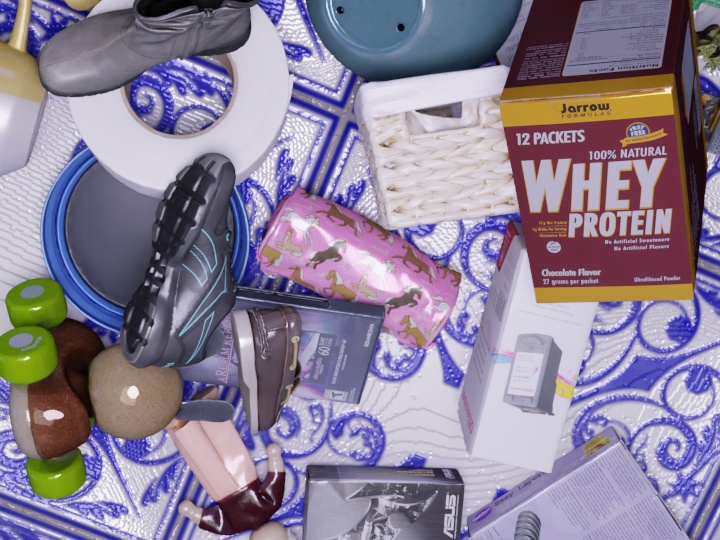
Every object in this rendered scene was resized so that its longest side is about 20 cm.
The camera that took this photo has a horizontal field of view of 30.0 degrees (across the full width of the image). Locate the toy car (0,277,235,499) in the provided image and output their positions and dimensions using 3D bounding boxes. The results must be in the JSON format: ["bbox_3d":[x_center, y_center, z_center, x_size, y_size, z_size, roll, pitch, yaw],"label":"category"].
[{"bbox_3d":[-0.221,0.102,1.254,0.199,0.158,0.165,-6,122,-1],"label":"toy car"}]

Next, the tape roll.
[{"bbox_3d":[-0.163,-0.166,1.224,0.202,0.071,0.203,0,85,-5],"label":"tape roll"}]

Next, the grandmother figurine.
[{"bbox_3d":[-0.127,0.220,1.342,0.121,0.061,0.200,-30,98,16],"label":"grandmother figurine"}]

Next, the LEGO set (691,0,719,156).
[{"bbox_3d":[0.314,-0.205,1.224,0.153,0.116,0.200,13,129,8],"label":"LEGO set"}]

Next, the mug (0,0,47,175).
[{"bbox_3d":[-0.360,-0.169,1.202,0.153,0.150,0.187,17,128,-12],"label":"mug"}]

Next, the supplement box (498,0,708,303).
[{"bbox_3d":[0.211,-0.110,1.123,0.132,0.200,0.198,-2,126,20],"label":"supplement box"}]

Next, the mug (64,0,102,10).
[{"bbox_3d":[-0.273,-0.338,1.171,0.186,0.153,0.150,36,99,-8],"label":"mug"}]

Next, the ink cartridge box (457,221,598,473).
[{"bbox_3d":[0.158,0.068,1.265,0.085,0.148,0.201,12,103,-2],"label":"ink cartridge box"}]

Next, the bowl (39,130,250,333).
[{"bbox_3d":[-0.205,-0.037,1.294,0.200,0.039,0.201,0,103,0],"label":"bowl"}]

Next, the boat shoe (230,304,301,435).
[{"bbox_3d":[-0.083,0.094,1.244,0.059,0.200,0.072,-12,59,-9],"label":"boat shoe"}]

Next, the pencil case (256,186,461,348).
[{"bbox_3d":[0.000,0.000,1.283,0.200,0.083,0.087,27,139,-7],"label":"pencil case"}]

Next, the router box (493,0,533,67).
[{"bbox_3d":[0.187,-0.304,1.235,0.199,0.049,0.180,-24,101,4],"label":"router box"}]

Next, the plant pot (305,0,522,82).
[{"bbox_3d":[0.031,-0.247,1.171,0.199,0.135,0.201,7,112,18],"label":"plant pot"}]

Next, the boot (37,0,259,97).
[{"bbox_3d":[-0.182,-0.208,1.125,0.199,0.131,0.068,-17,87,-6],"label":"boot"}]

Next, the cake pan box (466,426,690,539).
[{"bbox_3d":[0.236,0.289,1.364,0.184,0.052,0.200,-35,100,9],"label":"cake pan box"}]

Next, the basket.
[{"bbox_3d":[0.069,-0.103,1.191,0.135,0.200,0.124,-8,91,-1],"label":"basket"}]

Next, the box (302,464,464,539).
[{"bbox_3d":[0.018,0.298,1.356,0.158,0.048,0.201,3,102,-8],"label":"box"}]

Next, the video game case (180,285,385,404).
[{"bbox_3d":[-0.087,0.069,1.283,0.199,0.019,0.143,8,139,-6],"label":"video game case"}]

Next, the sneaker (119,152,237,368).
[{"bbox_3d":[-0.146,-0.006,1.179,0.079,0.075,0.201,14,104,-35],"label":"sneaker"}]
